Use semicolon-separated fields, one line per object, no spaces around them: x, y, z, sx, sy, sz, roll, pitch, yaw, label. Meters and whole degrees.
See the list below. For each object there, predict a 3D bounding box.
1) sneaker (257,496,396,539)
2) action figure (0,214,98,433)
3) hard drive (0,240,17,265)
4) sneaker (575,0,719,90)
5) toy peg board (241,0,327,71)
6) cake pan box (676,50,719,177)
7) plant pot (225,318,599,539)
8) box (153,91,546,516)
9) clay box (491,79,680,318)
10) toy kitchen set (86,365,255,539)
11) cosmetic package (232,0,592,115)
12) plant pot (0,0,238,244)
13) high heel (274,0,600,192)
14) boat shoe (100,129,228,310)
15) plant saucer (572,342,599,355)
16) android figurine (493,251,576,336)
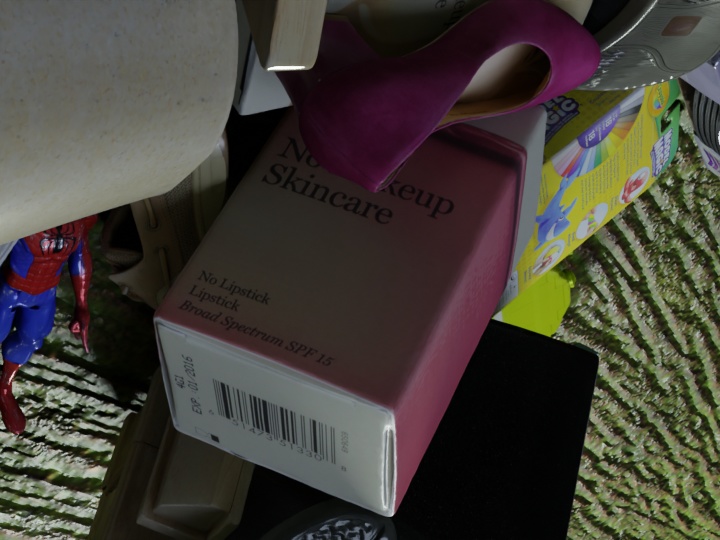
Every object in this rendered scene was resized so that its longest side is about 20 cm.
-0.056;0.180;0.820;0.076;0.114;0.200;31;110;-15;sneaker
-0.177;0.016;0.791;0.065;0.052;0.200;-3;135;-34;action figure
-0.237;-0.011;0.695;0.139;0.038;0.200;13;127;-45;hard drive
0.153;-0.169;0.774;0.074;0.107;0.200;-1;164;-17;sneaker
-0.067;-0.199;0.466;0.097;0.200;0.200;-4;141;-15;toy peg board
0.276;-0.158;0.933;0.200;0.052;0.184;-46;147;-4;cake pan box
0.006;0.128;0.912;0.177;0.200;0.200;29;138;-13;plant pot
0.000;0.000;0.765;0.109;0.127;0.200;89;25;-54;box
0.117;-0.056;0.938;0.200;0.048;0.115;-39;150;-16;clay box
-0.171;0.115;0.834;0.180;0.201;0.163;26;141;-16;toy kitchen set
0.022;-0.150;0.720;0.199;0.071;0.105;-16;144;-27;cosmetic package
-0.154;-0.082;0.545;0.183;0.201;0.201;-13;144;-43;plant pot
0.054;-0.076;0.688;0.199;0.096;0.067;-2;138;-42;high heel
-0.106;-0.019;0.793;0.064;0.071;0.200;-13;138;-16;boat shoe
0.092;0.096;1.118;0.200;0.019;0.070;-19;164;-40;plant saucer
0.066;0.040;1.053;0.200;0.041;0.182;-30;148;-6;android figurine
